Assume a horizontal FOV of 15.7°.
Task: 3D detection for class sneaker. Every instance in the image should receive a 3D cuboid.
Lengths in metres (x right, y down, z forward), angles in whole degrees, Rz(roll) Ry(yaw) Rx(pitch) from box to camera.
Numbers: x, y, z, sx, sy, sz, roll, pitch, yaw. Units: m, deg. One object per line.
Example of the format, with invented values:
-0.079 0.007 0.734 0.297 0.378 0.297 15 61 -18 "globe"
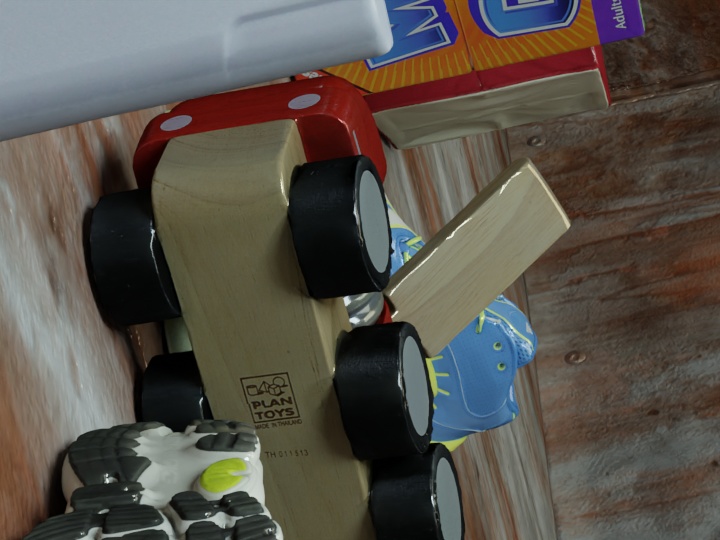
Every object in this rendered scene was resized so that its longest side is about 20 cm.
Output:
-0.051 0.103 0.723 0.200 0.076 0.086 -72 156 -75 "sneaker"
0.042 0.014 1.480 0.076 0.104 0.201 -90 168 -58 "sneaker"

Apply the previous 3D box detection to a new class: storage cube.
0.080 -0.199 1.858 0.200 0.170 0.181 39 40 -80 "storage cube"

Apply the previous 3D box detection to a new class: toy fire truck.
0.000 0.000 0.962 0.200 0.128 0.177 -74 152 -60 "toy fire truck"

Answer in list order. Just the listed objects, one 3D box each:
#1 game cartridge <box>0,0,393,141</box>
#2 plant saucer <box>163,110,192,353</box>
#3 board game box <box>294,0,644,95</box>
-0.077 -0.136 0.632 0.041 0.132 0.201 -54 132 -80 "game cartridge"
-0.044 0.031 1.063 0.200 0.031 0.201 -12 90 -83 "plant saucer"
0.036 -0.248 1.455 0.200 0.198 0.201 71 10 -47 "board game box"
